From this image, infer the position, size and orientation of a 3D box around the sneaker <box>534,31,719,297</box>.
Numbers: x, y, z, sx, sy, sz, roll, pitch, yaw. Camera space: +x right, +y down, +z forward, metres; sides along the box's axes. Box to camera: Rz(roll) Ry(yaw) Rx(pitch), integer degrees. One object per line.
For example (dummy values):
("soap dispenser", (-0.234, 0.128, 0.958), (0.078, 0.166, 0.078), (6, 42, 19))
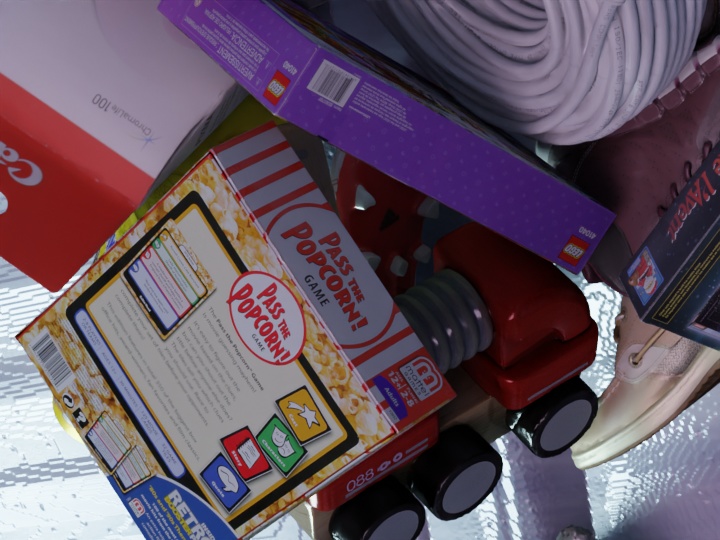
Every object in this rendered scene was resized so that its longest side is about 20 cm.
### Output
("sneaker", (0.175, -0.044, 1.070), (0.200, 0.076, 0.116), (-26, 69, 46))

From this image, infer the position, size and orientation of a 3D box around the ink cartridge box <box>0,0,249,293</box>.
("ink cartridge box", (-0.151, -0.104, 1.103), (0.162, 0.200, 0.057), (34, 137, 7))

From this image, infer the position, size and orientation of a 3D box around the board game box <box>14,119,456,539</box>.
("board game box", (-0.065, 0.045, 1.047), (0.200, 0.046, 0.152), (-38, 84, 46))

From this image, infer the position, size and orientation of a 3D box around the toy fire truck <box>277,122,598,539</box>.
("toy fire truck", (0.021, 0.018, 1.104), (0.129, 0.176, 0.200), (45, 154, 34))

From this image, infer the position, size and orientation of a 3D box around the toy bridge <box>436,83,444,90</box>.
("toy bridge", (0.038, -0.148, 1.140), (0.067, 0.027, 0.200), (13, 124, 21))

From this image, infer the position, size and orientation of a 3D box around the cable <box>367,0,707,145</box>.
("cable", (0.067, -0.152, 1.016), (0.200, 0.069, 0.200), (39, 155, 26))

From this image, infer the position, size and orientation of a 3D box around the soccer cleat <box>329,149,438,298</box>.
("soccer cleat", (0.000, 0.000, 1.215), (0.085, 0.069, 0.200), (26, 144, 36))

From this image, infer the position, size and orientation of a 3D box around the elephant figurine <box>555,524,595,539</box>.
("elephant figurine", (0.174, 0.245, 1.256), (0.200, 0.155, 0.142), (23, 84, 3))

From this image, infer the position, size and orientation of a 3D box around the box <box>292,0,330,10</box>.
("box", (-0.111, -0.192, 1.186), (0.200, 0.044, 0.160), (-18, 108, 36))

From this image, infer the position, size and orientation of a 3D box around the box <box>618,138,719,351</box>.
("box", (0.231, -0.040, 1.019), (0.136, 0.038, 0.200), (21, 118, -26))

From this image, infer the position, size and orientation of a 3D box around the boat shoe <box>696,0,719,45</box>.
("boat shoe", (0.120, -0.190, 1.038), (0.074, 0.073, 0.200), (-12, 111, 34))

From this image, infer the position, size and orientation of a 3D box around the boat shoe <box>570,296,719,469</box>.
("boat shoe", (0.167, 0.031, 1.153), (0.065, 0.072, 0.200), (50, 130, 9))

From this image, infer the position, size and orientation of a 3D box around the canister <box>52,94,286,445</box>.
("canister", (-0.101, -0.005, 1.211), (0.086, 0.149, 0.200), (18, 141, -10))

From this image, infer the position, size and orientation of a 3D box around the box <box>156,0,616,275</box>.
("box", (0.013, -0.075, 1.058), (0.200, 0.137, 0.039), (26, 101, -37))
